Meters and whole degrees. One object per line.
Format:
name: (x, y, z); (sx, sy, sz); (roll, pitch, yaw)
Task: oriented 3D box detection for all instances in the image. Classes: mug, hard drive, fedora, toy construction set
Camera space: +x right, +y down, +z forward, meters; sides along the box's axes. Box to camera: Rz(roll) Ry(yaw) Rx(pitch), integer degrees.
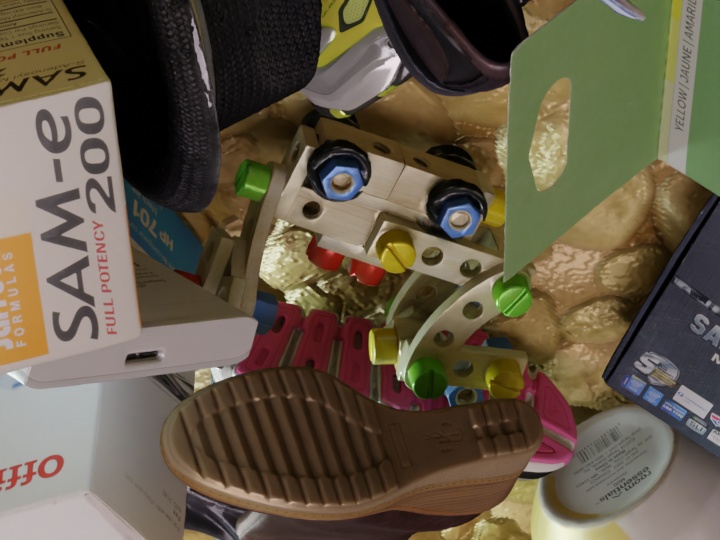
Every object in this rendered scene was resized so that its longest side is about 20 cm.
mug: (0.159, 0.164, 1.411); (0.149, 0.187, 0.153); (-4, 135, 41)
hard drive: (-0.160, -0.004, 1.191); (0.132, 0.200, 0.027); (-6, 117, -48)
fedora: (-0.072, -0.129, 1.101); (0.091, 0.201, 0.201); (-21, 144, -20)
toy construction set: (0.000, 0.000, 1.271); (0.200, 0.092, 0.131); (10, 121, -33)

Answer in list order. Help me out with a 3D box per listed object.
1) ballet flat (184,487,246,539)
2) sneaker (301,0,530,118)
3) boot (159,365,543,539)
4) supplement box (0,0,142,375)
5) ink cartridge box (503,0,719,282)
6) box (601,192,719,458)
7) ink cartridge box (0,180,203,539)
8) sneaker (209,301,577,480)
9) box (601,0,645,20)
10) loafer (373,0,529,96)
ballet flat: (-0.079, 0.113, 1.445); (0.200, 0.073, 0.073); (25, 135, -15)
sneaker: (0.035, -0.143, 1.132); (0.200, 0.075, 0.076); (-35, 107, 25)
boot: (-0.026, 0.106, 1.277); (0.200, 0.073, 0.166); (1, 157, -28)
supplement box: (-0.156, -0.067, 1.107); (0.073, 0.200, 0.126); (-15, 128, -15)
ink cartridge box: (0.142, -0.086, 1.114); (0.048, 0.200, 0.146); (33, 148, 26)
box: (0.235, 0.048, 1.298); (0.200, 0.051, 0.158); (33, 137, 6)
ink cartridge box: (-0.160, 0.062, 1.278); (0.146, 0.200, 0.086); (-17, 136, 20)
sneaker: (0.011, 0.074, 1.386); (0.199, 0.074, 0.088); (12, 143, -9)
box: (0.024, -0.161, 0.963); (0.200, 0.122, 0.048); (31, 98, -1)
loafer: (0.014, -0.161, 1.054); (0.072, 0.063, 0.200); (-31, 102, -12)
